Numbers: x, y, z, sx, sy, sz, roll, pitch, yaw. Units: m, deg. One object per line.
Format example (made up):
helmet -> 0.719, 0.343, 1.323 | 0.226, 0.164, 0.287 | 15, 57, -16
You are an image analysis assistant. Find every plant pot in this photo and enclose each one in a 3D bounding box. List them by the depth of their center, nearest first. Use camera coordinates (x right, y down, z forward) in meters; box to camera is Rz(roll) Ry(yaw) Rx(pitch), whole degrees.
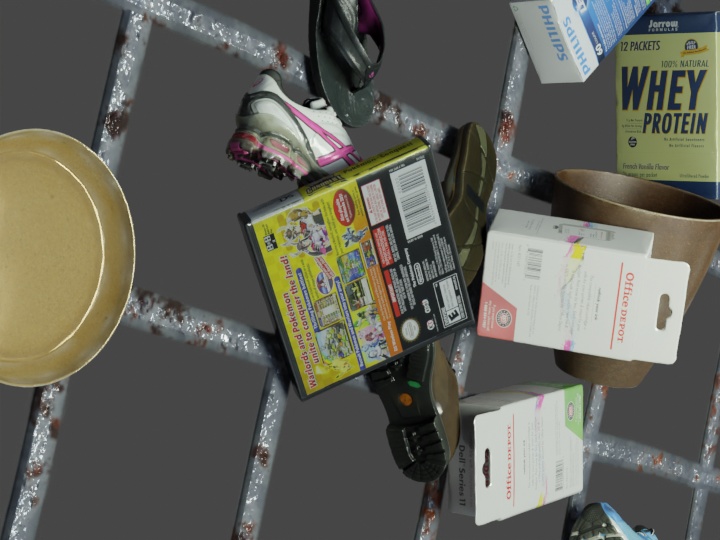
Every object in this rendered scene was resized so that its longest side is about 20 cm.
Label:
plant pot -> -0.261, -0.010, 1.404 | 0.200, 0.027, 0.201 | -6, 98, -48
plant pot -> 0.273, 0.015, 1.889 | 0.186, 0.187, 0.201 | -3, 110, -47

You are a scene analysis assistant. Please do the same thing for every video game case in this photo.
video game case -> 0.000, 0.000, 1.606 | 0.180, 0.026, 0.201 | -24, 124, -12

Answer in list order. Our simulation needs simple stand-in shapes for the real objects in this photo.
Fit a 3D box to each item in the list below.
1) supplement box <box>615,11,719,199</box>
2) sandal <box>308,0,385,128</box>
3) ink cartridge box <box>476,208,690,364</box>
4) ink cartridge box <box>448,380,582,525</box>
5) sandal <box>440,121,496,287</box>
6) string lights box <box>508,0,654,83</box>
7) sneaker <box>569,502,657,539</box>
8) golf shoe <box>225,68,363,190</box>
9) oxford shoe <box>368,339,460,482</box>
supplement box -> 0.396, -0.189, 2.016 | 0.200, 0.134, 0.201 | -9, 100, -46
sandal -> -0.010, -0.229, 1.638 | 0.075, 0.048, 0.201 | -15, 104, -46
ink cartridge box -> 0.222, 0.017, 1.781 | 0.068, 0.199, 0.117 | -57, 154, -63
ink cartridge box -> 0.147, 0.183, 1.820 | 0.200, 0.067, 0.118 | -8, 99, -52
sandal -> 0.086, -0.058, 1.760 | 0.082, 0.054, 0.201 | 46, 47, -46
string lights box -> 0.247, -0.295, 1.902 | 0.200, 0.059, 0.103 | -47, 125, -34
sneaker -> 0.292, 0.317, 2.013 | 0.200, 0.078, 0.090 | 56, 36, -38
golf shoe -> -0.030, -0.107, 1.610 | 0.200, 0.072, 0.092 | 31, 70, -44
oxford shoe -> 0.054, 0.095, 1.733 | 0.084, 0.072, 0.201 | -36, 121, -59
